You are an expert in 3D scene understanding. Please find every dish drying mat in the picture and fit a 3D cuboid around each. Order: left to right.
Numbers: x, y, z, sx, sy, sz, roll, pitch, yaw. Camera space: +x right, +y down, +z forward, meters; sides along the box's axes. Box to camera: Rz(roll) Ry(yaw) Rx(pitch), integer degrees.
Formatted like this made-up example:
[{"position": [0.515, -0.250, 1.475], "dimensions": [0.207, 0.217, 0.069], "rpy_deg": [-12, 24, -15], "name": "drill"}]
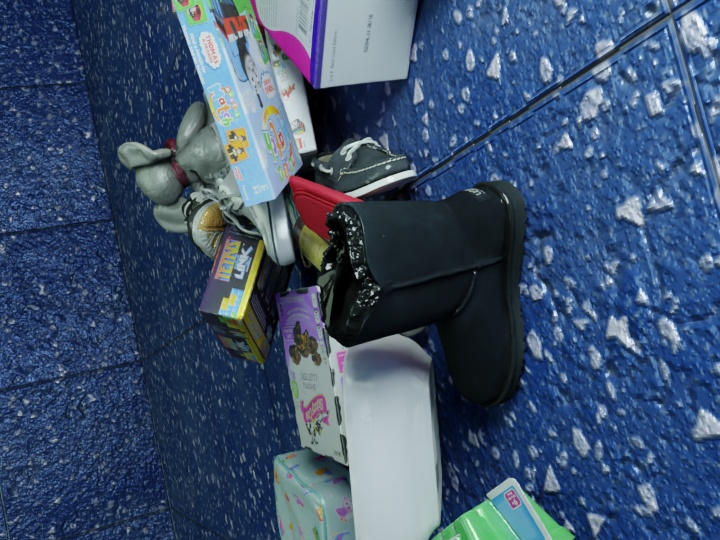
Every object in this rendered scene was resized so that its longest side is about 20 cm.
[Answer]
[{"position": [0.013, -0.032, 0.747], "dimensions": [0.199, 0.018, 0.077], "rpy_deg": [24, 151, 34], "name": "dish drying mat"}]

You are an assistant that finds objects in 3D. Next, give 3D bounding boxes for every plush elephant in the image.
[{"position": [-0.254, -0.150, 1.156], "dimensions": [0.200, 0.154, 0.166], "rpy_deg": [-97, -7, -59], "name": "plush elephant"}]

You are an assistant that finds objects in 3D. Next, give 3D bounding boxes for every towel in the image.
[{"position": [-0.087, -0.104, 0.983], "dimensions": [0.147, 0.022, 0.201], "rpy_deg": [-133, 27, -86], "name": "towel"}]

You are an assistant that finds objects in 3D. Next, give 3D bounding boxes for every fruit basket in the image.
[{"position": [0.130, 0.286, 0.636], "dimensions": [0.201, 0.093, 0.186], "rpy_deg": [65, 152, 24], "name": "fruit basket"}]

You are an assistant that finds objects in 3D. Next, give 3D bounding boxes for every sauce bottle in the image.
[{"position": [0.000, 0.000, 0.839], "dimensions": [0.200, 0.064, 0.065], "rpy_deg": [44, 139, 44], "name": "sauce bottle"}]

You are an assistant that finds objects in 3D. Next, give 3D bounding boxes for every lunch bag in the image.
[{"position": [-0.054, 0.337, 1.087], "dimensions": [0.200, 0.077, 0.162], "rpy_deg": [11, 111, 65], "name": "lunch bag"}]

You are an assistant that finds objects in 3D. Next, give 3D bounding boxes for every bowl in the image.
[{"position": [0.035, 0.157, 0.746], "dimensions": [0.200, 0.074, 0.201], "rpy_deg": [-35, -60, -81], "name": "bowl"}]

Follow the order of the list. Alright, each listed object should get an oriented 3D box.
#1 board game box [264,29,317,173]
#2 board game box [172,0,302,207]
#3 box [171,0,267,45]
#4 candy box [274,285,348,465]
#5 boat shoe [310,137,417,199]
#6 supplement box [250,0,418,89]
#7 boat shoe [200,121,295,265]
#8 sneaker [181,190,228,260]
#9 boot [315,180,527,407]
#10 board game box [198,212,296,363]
[{"position": [-0.083, -0.223, 0.928], "dimensions": [0.126, 0.034, 0.202], "rpy_deg": [137, 122, -87], "name": "board game box"}, {"position": [-0.113, -0.177, 0.767], "dimensions": [0.151, 0.036, 0.201], "rpy_deg": [-74, -31, -70], "name": "board game box"}, {"position": [-0.168, -0.338, 0.964], "dimensions": [0.200, 0.095, 0.101], "rpy_deg": [-128, 34, -87], "name": "box"}, {"position": [-0.031, 0.116, 0.951], "dimensions": [0.168, 0.071, 0.202], "rpy_deg": [167, 93, -67], "name": "candy box"}, {"position": [-0.006, -0.103, 0.806], "dimensions": [0.200, 0.075, 0.061], "rpy_deg": [-1, 104, 65], "name": "boat shoe"}, {"position": [-0.034, -0.268, 0.769], "dimensions": [0.200, 0.103, 0.102], "rpy_deg": [54, 147, 42], "name": "supplement box"}, {"position": [-0.133, -0.089, 0.891], "dimensions": [0.075, 0.086, 0.203], "rpy_deg": [88, 164, -69], "name": "boat shoe"}, {"position": [-0.191, -0.061, 1.002], "dimensions": [0.200, 0.087, 0.076], "rpy_deg": [-35, -39, -82], "name": "sneaker"}, {"position": [0.046, 0.033, 0.622], "dimensions": [0.076, 0.167, 0.202], "rpy_deg": [31, 127, 51], "name": "boot"}, {"position": [-0.135, 0.010, 1.001], "dimensions": [0.200, 0.056, 0.166], "rpy_deg": [87, -162, -69], "name": "board game box"}]
